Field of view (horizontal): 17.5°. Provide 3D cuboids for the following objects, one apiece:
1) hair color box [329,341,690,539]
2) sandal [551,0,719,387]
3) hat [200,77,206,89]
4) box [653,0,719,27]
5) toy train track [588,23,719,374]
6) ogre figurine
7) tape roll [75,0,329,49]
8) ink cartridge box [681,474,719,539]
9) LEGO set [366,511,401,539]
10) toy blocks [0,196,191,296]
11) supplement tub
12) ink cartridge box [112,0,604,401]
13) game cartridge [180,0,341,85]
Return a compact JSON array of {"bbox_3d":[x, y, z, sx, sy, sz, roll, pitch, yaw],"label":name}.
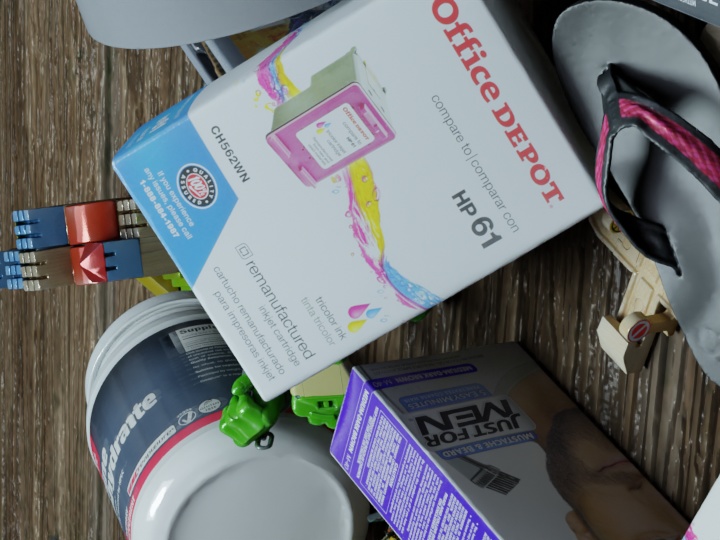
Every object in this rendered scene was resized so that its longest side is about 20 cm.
[{"bbox_3d":[0.083,0.121,1.186,0.200,0.109,0.065,49,135,41],"label":"hair color box"},{"bbox_3d":[0.144,-0.035,1.068,0.075,0.045,0.200,-27,86,39],"label":"sandal"},{"bbox_3d":[-0.047,-0.090,1.368,0.201,0.081,0.201,19,113,54],"label":"hat"},{"bbox_3d":[0.112,-0.209,1.042,0.200,0.044,0.160,28,138,39],"label":"box"},{"bbox_3d":[0.145,-0.034,1.118,0.115,0.032,0.200,50,136,40],"label":"toy train track"},{"bbox_3d":[0.000,0.000,1.272,0.120,0.098,0.200,-84,14,-62],"label":"ogre figurine"},{"bbox_3d":[-0.056,-0.185,1.186,0.200,0.200,0.066,21,136,55],"label":"tape roll"},{"bbox_3d":[0.199,0.155,1.045,0.116,0.067,0.200,57,141,35],"label":"ink cartridge box"},{"bbox_3d":[0.032,0.199,1.227,0.200,0.154,0.116,56,170,38],"label":"LEGO set"},{"bbox_3d":[-0.173,-0.019,1.537,0.200,0.137,0.100,-2,96,58],"label":"toy blocks"},{"bbox_3d":[-0.086,0.109,1.399,0.200,0.140,0.141,-125,38,-59],"label":"supplement tub"},{"bbox_3d":[0.003,-0.052,1.142,0.145,0.200,0.085,57,-168,-9],"label":"ink cartridge box"},{"bbox_3d":[-0.029,-0.134,1.275,0.200,0.133,0.042,55,156,34],"label":"game cartridge"}]
